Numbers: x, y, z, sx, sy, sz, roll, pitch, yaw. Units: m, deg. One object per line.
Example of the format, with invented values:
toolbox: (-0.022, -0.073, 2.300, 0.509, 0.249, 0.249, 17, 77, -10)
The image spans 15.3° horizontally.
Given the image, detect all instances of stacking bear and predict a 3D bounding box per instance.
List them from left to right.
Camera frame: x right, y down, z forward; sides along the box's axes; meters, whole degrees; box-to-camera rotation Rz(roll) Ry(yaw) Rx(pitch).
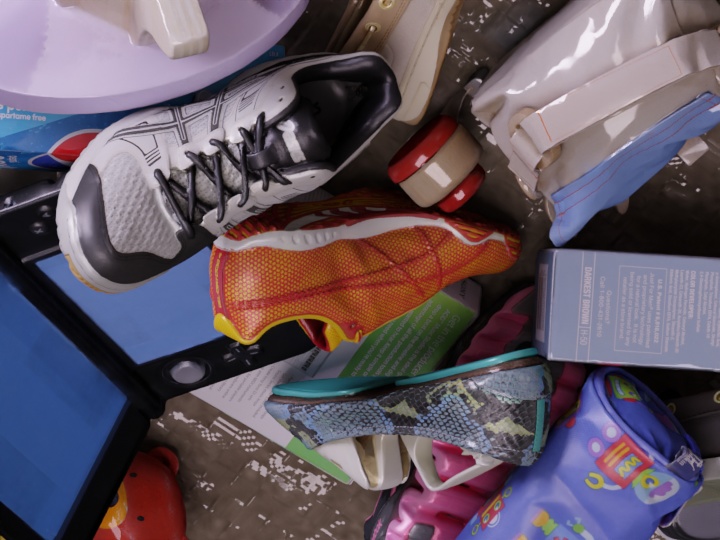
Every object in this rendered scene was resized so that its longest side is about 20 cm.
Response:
stacking bear: (-0.199, 0.155, 1.559, 0.198, 0.122, 0.114, -11, 154, 2)

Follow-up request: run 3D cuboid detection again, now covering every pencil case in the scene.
pencil case: (0.102, 0.144, 1.416, 0.087, 0.078, 0.200, 34, 111, -11)

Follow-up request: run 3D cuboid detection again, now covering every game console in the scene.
game console: (-0.131, 0.052, 1.401, 0.175, 0.117, 0.200, -18, 143, 17)

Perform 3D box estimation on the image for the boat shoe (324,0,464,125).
boat shoe: (0.023, -0.166, 1.358, 0.069, 0.074, 0.201, 12, 122, -6)

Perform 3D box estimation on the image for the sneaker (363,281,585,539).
sneaker: (0.056, 0.092, 1.503, 0.079, 0.095, 0.201, 25, 96, -21)

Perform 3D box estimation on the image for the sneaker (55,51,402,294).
sneaker: (-0.062, -0.059, 1.305, 0.087, 0.200, 0.076, -11, 111, 51)

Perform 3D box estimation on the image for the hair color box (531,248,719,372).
hair color box: (0.194, 0.023, 1.411, 0.198, 0.099, 0.061, 3, 91, -1)

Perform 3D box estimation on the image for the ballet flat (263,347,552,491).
ballet flat: (0.022, 0.085, 1.424, 0.199, 0.074, 0.074, -10, 124, 49)

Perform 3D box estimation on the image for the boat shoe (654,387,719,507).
boat shoe: (0.171, 0.094, 1.468, 0.200, 0.061, 0.071, -6, 157, 44)

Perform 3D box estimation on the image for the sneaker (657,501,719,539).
sneaker: (0.247, 0.120, 1.470, 0.199, 0.114, 0.076, -23, 114, 20)

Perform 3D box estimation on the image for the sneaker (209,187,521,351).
sneaker: (0.000, 0.000, 1.416, 0.199, 0.073, 0.078, -6, 109, -35)

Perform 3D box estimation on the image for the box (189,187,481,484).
box: (-0.052, 0.017, 1.499, 0.199, 0.036, 0.145, 32, 119, -9)

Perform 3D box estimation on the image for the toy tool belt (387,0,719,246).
toy tool belt: (0.122, -0.067, 1.376, 0.200, 0.125, 0.123, -39, 100, 26)

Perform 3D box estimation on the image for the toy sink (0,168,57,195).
toy sink: (-0.245, 0.020, 1.458, 0.111, 0.130, 0.201, 17, 125, 20)

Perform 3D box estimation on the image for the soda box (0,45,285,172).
soda box: (-0.141, -0.086, 1.379, 0.198, 0.064, 0.068, 3, 84, -20)

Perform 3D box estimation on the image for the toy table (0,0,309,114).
toy table: (-0.112, -0.159, 1.281, 0.199, 0.185, 0.117, -26, 161, -16)
